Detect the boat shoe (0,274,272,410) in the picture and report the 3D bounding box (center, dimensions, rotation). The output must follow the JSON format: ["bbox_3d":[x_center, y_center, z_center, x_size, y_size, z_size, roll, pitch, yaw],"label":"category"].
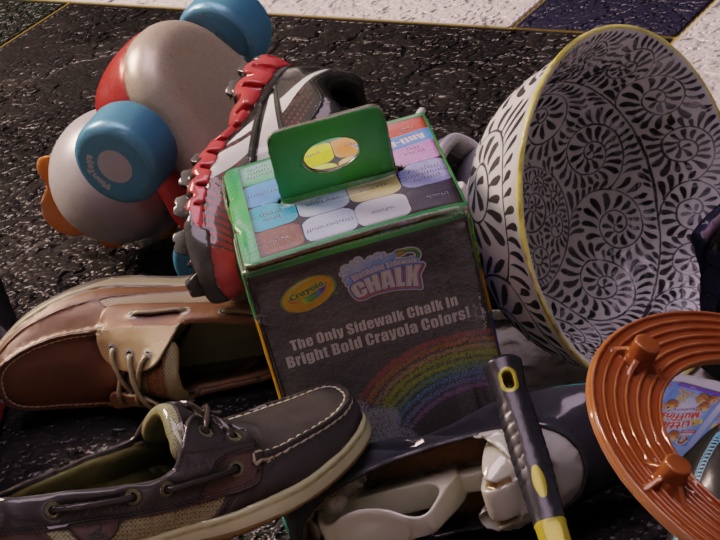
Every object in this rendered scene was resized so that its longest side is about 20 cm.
[{"bbox_3d":[-0.122,0.046,1.129,0.200,0.076,0.074,-15,32,0],"label":"boat shoe"}]

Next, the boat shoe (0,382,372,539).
[{"bbox_3d":[-0.086,0.096,0.915,0.201,0.066,0.072,-25,22,-23],"label":"boat shoe"}]

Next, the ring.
[{"bbox_3d":[0.196,0.079,0.837,0.200,0.019,0.201,16,34,-11],"label":"ring"}]

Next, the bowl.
[{"bbox_3d":[0.119,-0.032,1.052,0.094,0.201,0.201,-5,27,44],"label":"bowl"}]

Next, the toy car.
[{"bbox_3d":[-0.137,-0.061,1.283,0.200,0.177,0.184,-28,21,40],"label":"toy car"}]

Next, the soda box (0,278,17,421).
[{"bbox_3d":[-0.258,0.073,1.142,0.063,0.071,0.200,-12,29,7],"label":"soda box"}]

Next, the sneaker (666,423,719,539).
[{"bbox_3d":[0.182,0.147,0.841,0.082,0.073,0.200,-37,27,21],"label":"sneaker"}]

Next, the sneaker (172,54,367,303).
[{"bbox_3d":[-0.047,-0.059,1.134,0.098,0.071,0.201,1,43,19],"label":"sneaker"}]

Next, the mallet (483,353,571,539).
[{"bbox_3d":[0.080,0.126,0.865,0.066,0.041,0.200,-19,53,-6],"label":"mallet"}]

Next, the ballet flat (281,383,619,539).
[{"bbox_3d":[0.052,0.109,0.944,0.200,0.073,0.073,-14,28,14],"label":"ballet flat"}]

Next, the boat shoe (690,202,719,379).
[{"bbox_3d":[0.264,-0.021,1.051,0.200,0.093,0.075,-33,34,-30],"label":"boat shoe"}]

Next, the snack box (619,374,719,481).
[{"bbox_3d":[0.221,0.095,0.939,0.200,0.024,0.072,10,39,37],"label":"snack box"}]

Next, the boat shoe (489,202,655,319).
[{"bbox_3d":[0.141,-0.028,1.147,0.199,0.066,0.075,-15,30,-1],"label":"boat shoe"}]

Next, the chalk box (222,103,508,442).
[{"bbox_3d":[0.000,0.000,1.022,0.124,0.200,0.124,-15,29,-2],"label":"chalk box"}]

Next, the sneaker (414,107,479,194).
[{"bbox_3d":[0.039,-0.057,1.182,0.075,0.115,0.200,28,31,-15],"label":"sneaker"}]
